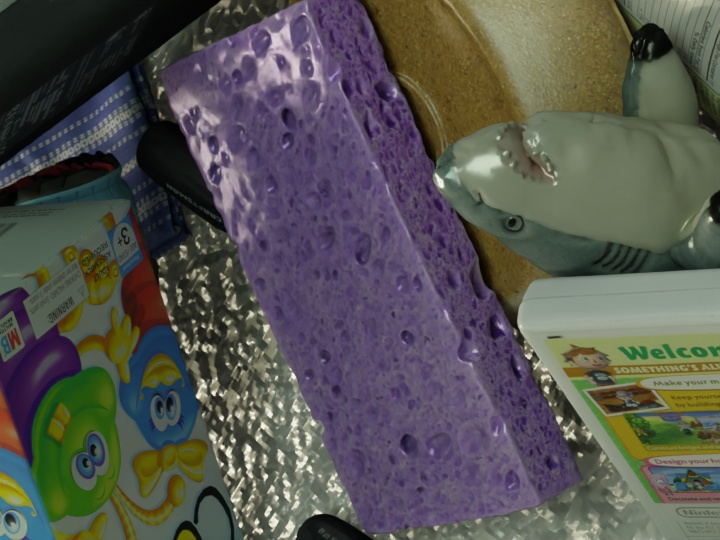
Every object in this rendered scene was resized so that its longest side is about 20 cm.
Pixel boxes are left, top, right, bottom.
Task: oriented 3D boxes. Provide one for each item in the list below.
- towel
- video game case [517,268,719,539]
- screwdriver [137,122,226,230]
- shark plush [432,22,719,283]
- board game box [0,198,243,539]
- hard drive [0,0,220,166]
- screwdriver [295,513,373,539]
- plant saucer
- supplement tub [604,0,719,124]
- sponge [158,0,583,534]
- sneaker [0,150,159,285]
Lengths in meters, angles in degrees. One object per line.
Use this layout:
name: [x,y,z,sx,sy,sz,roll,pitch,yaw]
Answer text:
towel: [-0.157,-0.077,1.055,0.144,0.024,0.201,-27,71,28]
video game case: [0.174,0.058,0.745,0.199,0.182,0.022,-4,51,32]
screwdriver: [-0.013,-0.001,0.946,0.200,0.028,0.029,37,126,22]
shark plush: [0.099,-0.001,0.789,0.083,0.200,0.091,-29,58,11]
board game box: [-0.126,0.086,0.916,0.104,0.103,0.201,-3,116,32]
hard drive: [-0.096,-0.101,0.901,0.200,0.140,0.033,-39,89,-19]
screwdriver: [0.024,0.129,0.862,0.200,0.029,0.028,26,122,60]
plant saucer: [0.030,-0.059,0.855,0.200,0.035,0.201,39,144,36]
supplement tub: [0.149,-0.121,0.791,0.200,0.145,0.145,46,109,27]
sponge: [0.000,0.000,0.877,0.111,0.030,0.201,-19,97,56]
sneaker: [-0.168,0.025,1.002,0.199,0.079,0.096,-21,97,36]
